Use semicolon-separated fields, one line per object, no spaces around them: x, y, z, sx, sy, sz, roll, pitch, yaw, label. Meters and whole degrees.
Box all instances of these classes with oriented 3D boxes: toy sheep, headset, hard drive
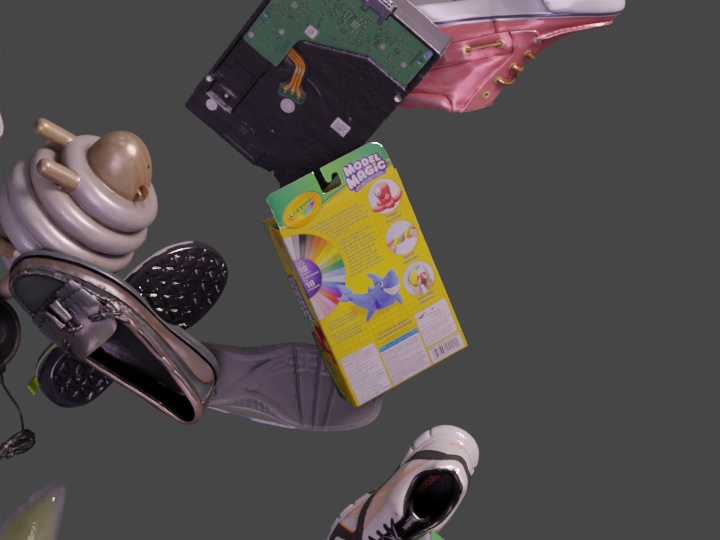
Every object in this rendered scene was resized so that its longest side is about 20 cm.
-0.248;-0.045;1.370;0.200;0.138;0.138;-40;98;27;toy sheep
-0.347;0.076;1.401;0.200;0.094;0.124;54;138;9;headset
-0.037;-0.162;1.333;0.140;0.038;0.200;39;127;-4;hard drive

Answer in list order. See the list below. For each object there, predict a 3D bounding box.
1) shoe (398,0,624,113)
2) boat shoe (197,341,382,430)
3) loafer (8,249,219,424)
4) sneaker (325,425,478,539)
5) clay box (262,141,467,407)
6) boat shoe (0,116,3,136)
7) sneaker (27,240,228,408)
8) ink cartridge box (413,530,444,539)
0.118;-0.182;1.335;0.200;0.071;0.091;-4;105;12;shoe
-0.081;0.100;1.430;0.202;0.065;0.075;5;85;-2;boat shoe
-0.200;0.056;1.328;0.200;0.063;0.072;34;122;-22;loafer
0.027;0.224;1.437;0.074;0.080;0.200;34;106;-5;sneaker
0.000;0.000;1.366;0.115;0.048;0.200;-28;108;-15;clay box
-0.382;-0.185;1.382;0.068;0.072;0.200;-29;109;11;boat shoe
-0.209;0.038;1.416;0.200;0.083;0.072;-37;112;-13;sneaker
0.077;0.341;1.422;0.200;0.083;0.147;40;118;-21;ink cartridge box
